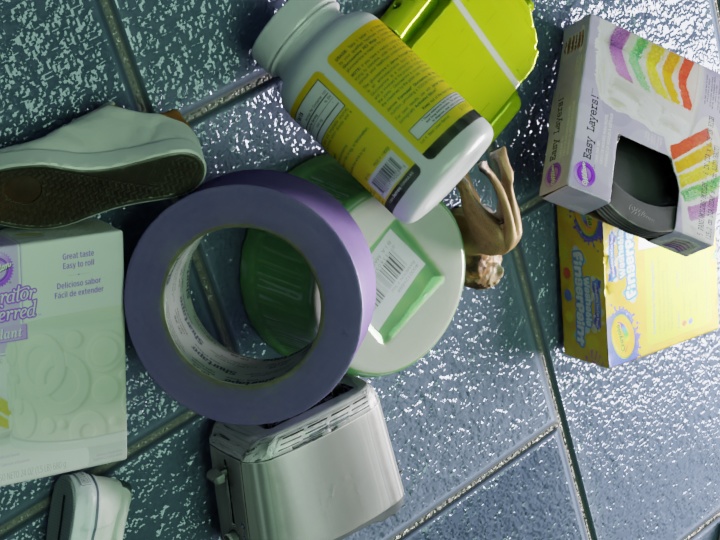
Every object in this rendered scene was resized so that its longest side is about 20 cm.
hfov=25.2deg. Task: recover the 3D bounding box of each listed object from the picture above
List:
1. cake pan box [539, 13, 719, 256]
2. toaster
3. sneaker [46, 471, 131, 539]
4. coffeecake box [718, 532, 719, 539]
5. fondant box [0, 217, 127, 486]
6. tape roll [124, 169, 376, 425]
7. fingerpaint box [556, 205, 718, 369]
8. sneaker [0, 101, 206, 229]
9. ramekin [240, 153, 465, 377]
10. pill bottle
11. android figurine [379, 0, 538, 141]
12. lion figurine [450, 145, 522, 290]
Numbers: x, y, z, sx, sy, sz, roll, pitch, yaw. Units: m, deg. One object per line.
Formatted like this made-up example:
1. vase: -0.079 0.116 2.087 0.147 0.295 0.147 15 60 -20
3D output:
1. cake pan box: 0.272 -0.129 1.585 0.184 0.052 0.201 21 67 -21
2. toaster: -0.045 0.175 1.466 0.199 0.113 0.130 -23 113 -28
3. sneaker: -0.234 0.273 1.379 0.071 0.073 0.201 7 98 -34
4. coffeecake box: 0.522 0.373 1.962 0.199 0.073 0.154 -3 106 -35
5. fondant box: -0.267 0.066 1.307 0.144 0.058 0.201 -9 107 -34
6. tape roll: -0.090 0.021 1.336 0.199 0.085 0.201 2 103 8
7. fingerpaint box: 0.289 -0.019 1.680 0.166 0.073 0.201 -17 110 -32
8. sneaker: -0.230 -0.089 1.296 0.199 0.085 0.073 -8 137 -15
9. ramekin: 0.000 0.000 1.457 0.199 0.098 0.201 -11 110 -33
10. pill bottle: 0.007 -0.145 1.362 0.200 0.112 0.112 44 72 6
11. android figurine: 0.091 -0.196 1.506 0.200 0.041 0.182 -52 126 -12
12. lion figurine: 0.110 -0.041 1.489 0.072 0.200 0.123 -21 91 -6
